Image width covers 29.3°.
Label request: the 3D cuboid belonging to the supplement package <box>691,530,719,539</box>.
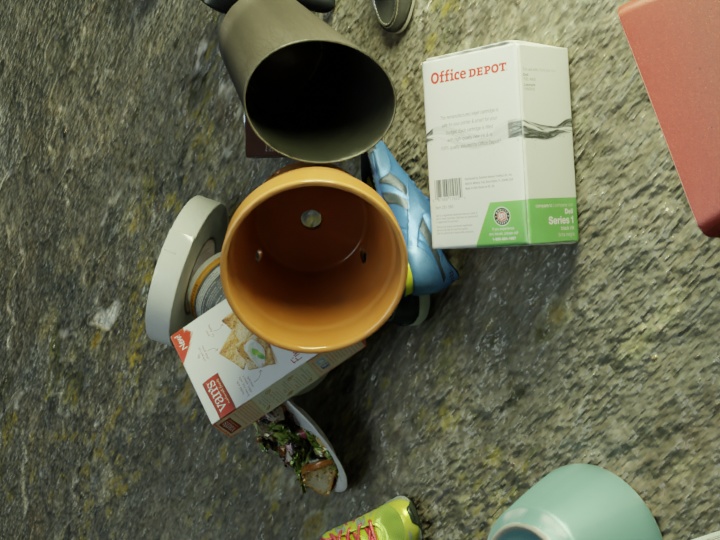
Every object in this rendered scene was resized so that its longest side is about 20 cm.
[{"bbox_3d":[0.350,0.302,1.149,0.199,0.150,0.154,-15,82,50],"label":"supplement package"}]

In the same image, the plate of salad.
[{"bbox_3d":[-0.096,0.206,1.698,0.200,0.048,0.201,38,157,19],"label":"plate of salad"}]

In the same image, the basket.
[{"bbox_3d":[-0.075,-0.224,1.524,0.137,0.179,0.200,-66,31,20],"label":"basket"}]

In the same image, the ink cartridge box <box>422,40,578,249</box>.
[{"bbox_3d":[0.143,-0.125,1.421,0.145,0.084,0.202,-1,92,50],"label":"ink cartridge box"}]

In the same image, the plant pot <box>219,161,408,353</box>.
[{"bbox_3d":[-0.051,-0.031,1.498,0.140,0.198,0.202,-96,22,-63],"label":"plant pot"}]

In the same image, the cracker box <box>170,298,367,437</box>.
[{"bbox_3d":[-0.109,0.083,1.618,0.199,0.058,0.134,-35,59,4],"label":"cracker box"}]

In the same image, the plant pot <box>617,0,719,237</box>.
[{"bbox_3d":[0.353,-0.151,1.091,0.176,0.199,0.202,-29,70,36],"label":"plant pot"}]

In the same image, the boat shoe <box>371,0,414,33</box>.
[{"bbox_3d":[0.029,-0.373,1.561,0.067,0.057,0.202,18,107,48],"label":"boat shoe"}]

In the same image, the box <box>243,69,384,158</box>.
[{"bbox_3d":[-0.058,-0.188,1.674,0.199,0.074,0.101,5,97,49],"label":"box"}]

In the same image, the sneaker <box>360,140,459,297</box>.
[{"bbox_3d":[0.054,-0.065,1.557,0.066,0.078,0.202,100,153,-65],"label":"sneaker"}]

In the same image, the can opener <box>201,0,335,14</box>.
[{"bbox_3d":[-0.108,-0.340,1.623,0.079,0.199,0.064,-48,62,32],"label":"can opener"}]

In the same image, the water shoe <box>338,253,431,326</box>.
[{"bbox_3d":[0.000,0.000,1.611,0.200,0.078,0.072,34,118,44],"label":"water shoe"}]

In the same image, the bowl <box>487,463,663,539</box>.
[{"bbox_3d":[0.198,0.301,1.374,0.200,0.104,0.203,6,98,51],"label":"bowl"}]

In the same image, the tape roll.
[{"bbox_3d":[-0.227,0.001,1.814,0.037,0.203,0.205,19,113,7],"label":"tape roll"}]

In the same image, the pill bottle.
[{"bbox_3d":[-0.124,0.066,1.739,0.200,0.116,0.117,40,122,41],"label":"pill bottle"}]

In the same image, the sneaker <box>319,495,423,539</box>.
[{"bbox_3d":[-0.002,0.330,1.632,0.200,0.090,0.079,-43,59,42],"label":"sneaker"}]
